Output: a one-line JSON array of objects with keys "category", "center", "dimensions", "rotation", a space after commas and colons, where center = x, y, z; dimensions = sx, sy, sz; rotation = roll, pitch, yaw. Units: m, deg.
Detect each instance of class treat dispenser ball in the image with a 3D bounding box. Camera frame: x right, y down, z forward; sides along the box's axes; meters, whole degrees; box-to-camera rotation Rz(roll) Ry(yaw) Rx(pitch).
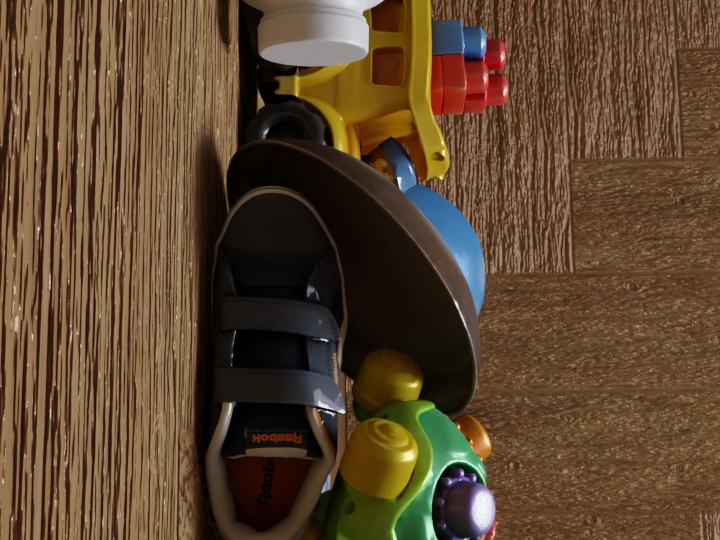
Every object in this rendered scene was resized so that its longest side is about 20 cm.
[{"category": "treat dispenser ball", "center": [0.030, 0.007, 1.417], "dimensions": [0.201, 0.199, 0.203], "rotation": [-1, 90, -89]}]

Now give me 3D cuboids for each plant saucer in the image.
[{"category": "plant saucer", "center": [0.000, 0.000, 0.803], "dimensions": [0.032, 0.200, 0.201], "rotation": [-42, 152, -26]}]

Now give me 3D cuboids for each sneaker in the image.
[{"category": "sneaker", "center": [-0.044, 0.056, 0.735], "dimensions": [0.079, 0.078, 0.202], "rotation": [-131, -138, -83]}]

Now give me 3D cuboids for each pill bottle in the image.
[{"category": "pill bottle", "center": [-0.030, -0.234, 0.853], "dimensions": [0.111, 0.110, 0.202], "rotation": [75, 14, -85]}]

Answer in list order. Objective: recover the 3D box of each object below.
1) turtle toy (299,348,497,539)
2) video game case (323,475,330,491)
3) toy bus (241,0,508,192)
[{"category": "turtle toy", "center": [0.024, 0.147, 0.744], "dimensions": [0.200, 0.100, 0.147], "rotation": [-82, -169, -64]}, {"category": "video game case", "center": [-0.051, 0.223, 1.111], "dimensions": [0.182, 0.045, 0.201], "rotation": [85, 4, -58]}, {"category": "toy bus", "center": [0.013, -0.117, 0.987], "dimensions": [0.136, 0.190, 0.202], "rotation": [90, 1, -77]}]
